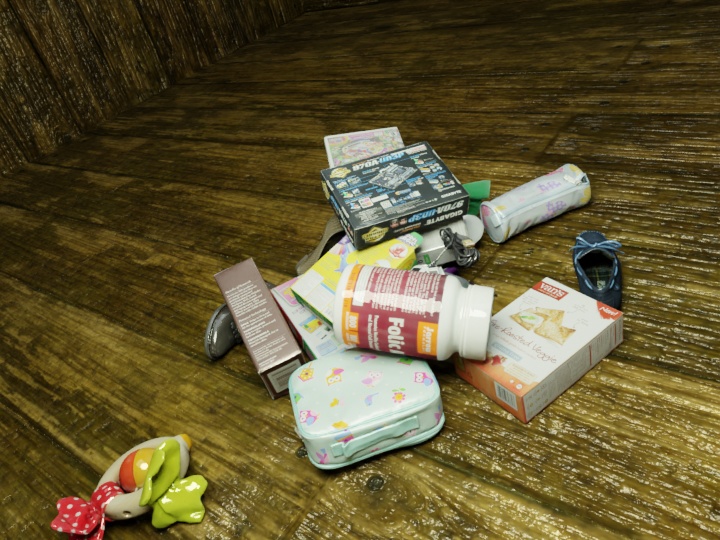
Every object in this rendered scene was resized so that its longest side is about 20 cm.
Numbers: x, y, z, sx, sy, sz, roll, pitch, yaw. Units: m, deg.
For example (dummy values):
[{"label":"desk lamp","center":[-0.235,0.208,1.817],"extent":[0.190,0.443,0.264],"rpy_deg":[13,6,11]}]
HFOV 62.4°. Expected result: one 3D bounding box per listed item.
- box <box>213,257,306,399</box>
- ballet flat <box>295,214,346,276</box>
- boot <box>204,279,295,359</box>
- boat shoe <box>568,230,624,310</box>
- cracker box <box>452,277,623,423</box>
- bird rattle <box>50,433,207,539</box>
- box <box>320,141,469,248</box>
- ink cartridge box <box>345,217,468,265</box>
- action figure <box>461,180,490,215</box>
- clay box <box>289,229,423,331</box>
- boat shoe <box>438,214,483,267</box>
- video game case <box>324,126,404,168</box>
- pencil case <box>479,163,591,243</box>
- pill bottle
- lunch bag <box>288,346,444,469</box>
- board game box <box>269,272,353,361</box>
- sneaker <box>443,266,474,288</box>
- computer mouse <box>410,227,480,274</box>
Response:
[{"label":"box","center":[-0.154,0.088,0.932],"extent":[0.075,0.100,0.200],"rpy_deg":[-25,55,-10]},{"label":"ballet flat","center":[-0.053,-0.043,1.098],"extent":[0.200,0.067,0.046],"rpy_deg":[-47,53,29]},{"label":"boot","center":[-0.153,0.089,1.025],"extent":[0.174,0.069,0.200],"rpy_deg":[14,52,27]},{"label":"boat shoe","center":[0.372,-0.009,0.915],"extent":[0.084,0.069,0.200],"rpy_deg":[-9,35,13]},{"label":"cracker box","center":[0.245,0.102,0.825],"extent":[0.200,0.058,0.134],"rpy_deg":[-32,36,-21]},{"label":"bird rattle","center":[-0.301,0.295,0.801],"extent":[0.200,0.113,0.163],"rpy_deg":[-26,21,11]},{"label":"box","center":[0.053,-0.128,0.972],"extent":[0.200,0.046,0.159],"rpy_deg":[-18,49,-13]},{"label":"ink cartridge box","center":[0.080,-0.053,1.017],"extent":[0.200,0.050,0.109],"rpy_deg":[-16,54,9]},{"label":"action figure","center":[0.128,-0.119,1.087],"extent":[0.200,0.118,0.055],"rpy_deg":[-9,48,-21]},{"label":"clay box","center":[0.000,0.000,0.944],"extent":[0.200,0.048,0.115],"rpy_deg":[-42,55,-16]},{"label":"boat shoe","center":[0.127,-0.037,1.075],"extent":[0.200,0.072,0.068],"rpy_deg":[-33,0,0]},{"label":"video game case","center":[0.018,-0.186,1.070],"extent":[0.143,0.018,0.200],"rpy_deg":[-9,48,-5]},{"label":"pencil case","center":[0.319,-0.122,1.087],"extent":[0.200,0.083,0.091],"rpy_deg":[-24,12,-7]},{"label":"pill bottle","center":[0.072,0.058,0.797],"extent":[0.200,0.114,0.114],"rpy_deg":[7,40,14]},{"label":"lunch bag","center":[0.004,0.179,0.802],"extent":[0.200,0.077,0.160],"rpy_deg":[-17,34,-6]},{"label":"board game box","center":[-0.035,0.072,0.963],"extent":[0.153,0.040,0.200],"rpy_deg":[-26,49,-17]},{"label":"sneaker","center":[0.153,0.046,0.936],"extent":[0.087,0.075,0.200],"rpy_deg":[-16,33,-7]},{"label":"computer mouse","center":[0.095,0.024,0.902],"extent":[0.200,0.044,0.110],"rpy_deg":[-47,27,0]}]
